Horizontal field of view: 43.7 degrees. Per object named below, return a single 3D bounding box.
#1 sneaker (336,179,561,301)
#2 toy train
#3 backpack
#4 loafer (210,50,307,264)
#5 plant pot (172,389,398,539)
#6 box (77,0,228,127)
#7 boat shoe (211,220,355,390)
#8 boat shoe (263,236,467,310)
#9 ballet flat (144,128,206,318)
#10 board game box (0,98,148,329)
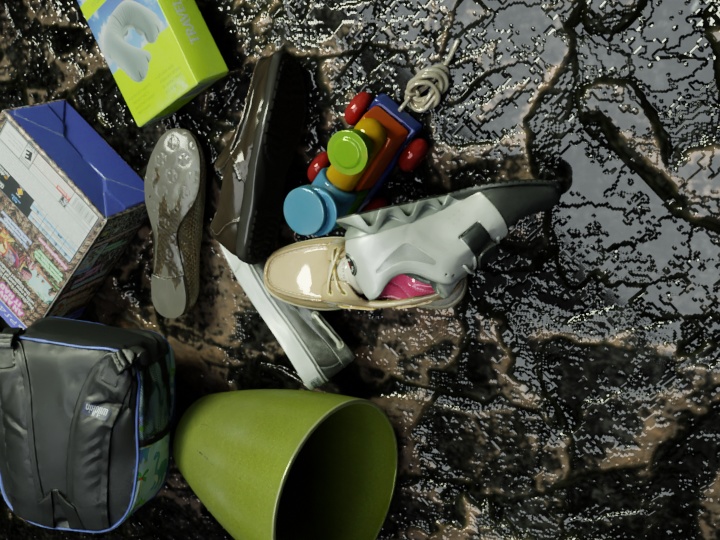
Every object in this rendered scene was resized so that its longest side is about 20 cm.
[{"bbox_3d":[0.084,-0.026,0.775,0.197,0.074,0.090,-15,91,-6],"label":"sneaker"},{"bbox_3d":[0.010,-0.118,0.791,0.084,0.116,0.201,40,118,7],"label":"toy train"},{"bbox_3d":[-0.279,0.157,0.937,0.180,0.147,0.203,5,100,14],"label":"backpack"},{"bbox_3d":[-0.106,-0.111,0.853,0.070,0.073,0.203,15,94,24],"label":"loafer"},{"bbox_3d":[-0.094,0.196,0.918,0.198,0.186,0.190,14,113,37],"label":"plant pot"},{"bbox_3d":[-0.216,-0.256,0.872,0.121,0.047,0.202,-19,99,47],"label":"box"},{"bbox_3d":[-0.078,0.021,0.910,0.063,0.071,0.201,-34,82,-3],"label":"boat shoe"},{"bbox_3d":[0.000,0.000,0.836,0.197,0.069,0.075,0,82,9],"label":"boat shoe"},{"bbox_3d":[-0.190,-0.049,0.949,0.066,0.046,0.203,8,105,18],"label":"ballet flat"},{"bbox_3d":[-0.344,-0.054,0.981,0.160,0.097,0.200,45,118,5],"label":"board game box"}]
